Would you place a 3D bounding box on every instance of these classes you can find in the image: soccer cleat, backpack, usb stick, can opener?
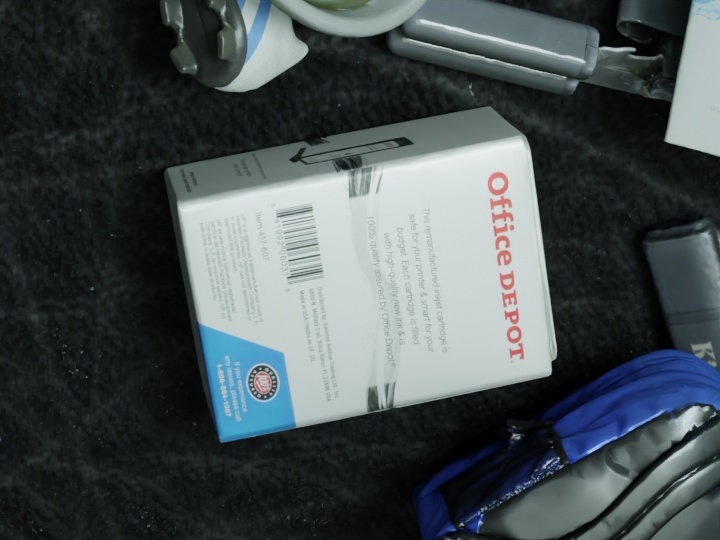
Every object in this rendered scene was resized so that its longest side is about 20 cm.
[{"bbox_3d":[-0.080,-0.196,1.104,0.086,0.070,0.201,-16,96,-51],"label":"soccer cleat"},{"bbox_3d":[0.147,0.137,1.181,0.200,0.168,0.163,-31,112,7],"label":"backpack"},{"bbox_3d":[0.220,0.062,1.227,0.055,0.033,0.201,-11,104,30],"label":"usb stick"},{"bbox_3d":[0.116,-0.138,1.166,0.199,0.053,0.067,12,72,-13],"label":"can opener"}]

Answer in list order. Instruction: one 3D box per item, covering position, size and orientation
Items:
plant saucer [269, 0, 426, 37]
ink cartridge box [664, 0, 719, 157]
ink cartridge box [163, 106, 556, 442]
[{"bbox_3d":[-0.028,-0.220,1.072,0.200,0.050,0.201,8,79,-46],"label":"plant saucer"},{"bbox_3d":[0.248,-0.162,1.115,0.087,0.145,0.201,16,108,28],"label":"ink cartridge box"},{"bbox_3d":[0.000,0.000,1.160,0.199,0.084,0.147,-11,109,-8],"label":"ink cartridge box"}]
